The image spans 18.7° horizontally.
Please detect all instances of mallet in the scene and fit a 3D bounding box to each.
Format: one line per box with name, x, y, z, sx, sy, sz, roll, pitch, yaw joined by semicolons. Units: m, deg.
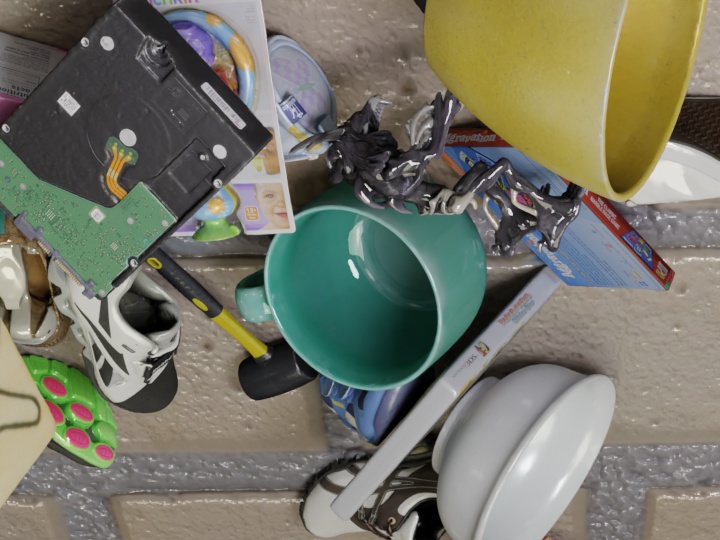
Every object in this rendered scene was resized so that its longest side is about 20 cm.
mallet;-0.122;0.042;1.804;0.066;0.041;0.200;-29;127;34

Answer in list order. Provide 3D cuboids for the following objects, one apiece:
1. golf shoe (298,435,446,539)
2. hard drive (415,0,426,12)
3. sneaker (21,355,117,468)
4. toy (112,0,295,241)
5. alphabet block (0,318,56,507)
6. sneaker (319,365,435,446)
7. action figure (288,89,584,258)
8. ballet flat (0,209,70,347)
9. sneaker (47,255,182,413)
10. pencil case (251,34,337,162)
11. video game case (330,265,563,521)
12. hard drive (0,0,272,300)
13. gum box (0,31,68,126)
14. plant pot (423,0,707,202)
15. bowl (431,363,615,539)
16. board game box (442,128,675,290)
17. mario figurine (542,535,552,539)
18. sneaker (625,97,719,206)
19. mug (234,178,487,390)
golf shoe;0.024;0.214;1.958;0.199;0.095;0.078;-26;135;31
hard drive;0.094;-0.219;1.465;0.139;0.038;0.200;-20;135;23
sneaker;-0.299;0.114;1.870;0.199;0.077;0.084;27;141;-14
toy;-0.117;-0.114;1.511;0.114;0.047;0.201;-1;112;22
alphabet block;-0.390;0.120;1.708;0.195;0.200;0.196;-5;121;29
sneaker;0.006;0.094;1.777;0.082;0.074;0.200;44;166;1
action figure;0.054;-0.081;1.541;0.199;0.103;0.119;21;166;-19
ballet flat;-0.276;0.015;1.746;0.070;0.066;0.201;-3;141;5
sneaker;-0.178;0.057;1.769;0.088;0.074;0.200;12;148;29
pencil case;-0.112;-0.094;1.595;0.199;0.083;0.091;-24;117;29
video game case;0.069;0.099;1.766;0.023;0.182;0.200;42;135;4
hard drive;-0.169;-0.082;1.503;0.140;0.038;0.200;46;126;-4
gum box;-0.295;-0.118;1.584;0.199;0.066;0.114;15;138;-16
plant pot;0.123;-0.157;1.372;0.141;0.201;0.201;15;145;20
bowl;0.123;0.154;1.846;0.090;0.201;0.202;32;147;23
board game box;0.148;-0.045;1.665;0.103;0.020;0.200;2;150;43
mario figurine;0.143;0.302;2.047;0.123;0.106;0.200;-37;146;-8
sneaker;0.244;-0.082;1.619;0.199;0.073;0.085;14;143;2
mug;0.006;-0.007;1.665;0.184;0.114;0.153;26;124;19
